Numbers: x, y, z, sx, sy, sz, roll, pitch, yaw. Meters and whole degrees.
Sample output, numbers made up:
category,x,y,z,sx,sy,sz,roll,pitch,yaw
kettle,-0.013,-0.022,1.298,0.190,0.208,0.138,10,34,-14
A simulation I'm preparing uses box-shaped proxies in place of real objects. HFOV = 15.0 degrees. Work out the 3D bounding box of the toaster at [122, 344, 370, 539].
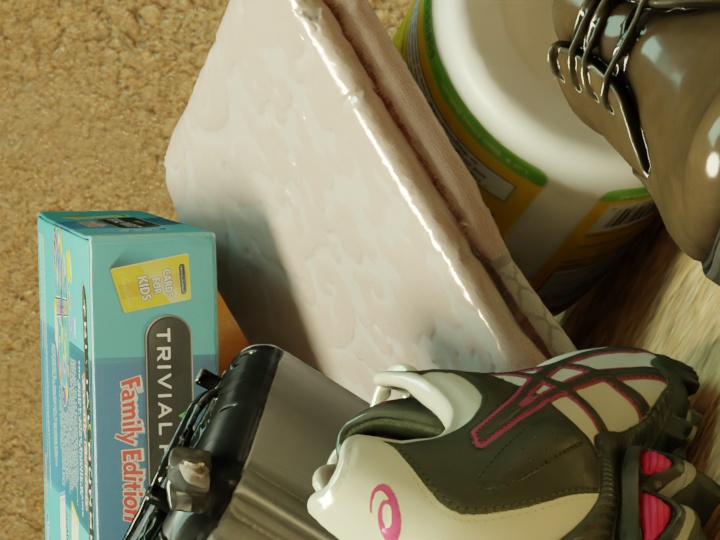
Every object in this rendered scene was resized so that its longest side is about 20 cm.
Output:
category,x,y,z,sx,sy,sz,roll,pitch,yaw
toaster,-0.035,0.132,0.786,0.182,0.118,0.200,-62,3,9

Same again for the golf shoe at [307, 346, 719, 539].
category,x,y,z,sx,sy,sz,roll,pitch,yaw
golf shoe,0.037,0.047,0.689,0.078,0.088,0.200,-63,2,7

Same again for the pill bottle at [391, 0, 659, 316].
category,x,y,z,sx,sy,sz,roll,pitch,yaw
pill bottle,0.053,-0.045,0.964,0.111,0.111,0.200,-63,4,-27

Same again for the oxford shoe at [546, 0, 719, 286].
category,x,y,z,sx,sy,sz,roll,pitch,yaw
oxford shoe,0.086,-0.048,0.742,0.073,0.084,0.200,-59,5,9

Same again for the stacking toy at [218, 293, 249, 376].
category,x,y,z,sx,sy,sz,roll,pitch,yaw
stacking toy,0.015,0.025,1.153,0.200,0.146,0.146,-38,15,29

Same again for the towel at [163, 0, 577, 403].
category,x,y,z,sx,sy,sz,roll,pitch,yaw
towel,0.000,0.000,0.939,0.032,0.192,0.200,-26,-12,-23

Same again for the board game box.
category,x,y,z,sx,sy,sz,roll,pitch,yaw
board game box,-0.089,0.057,1.037,0.200,0.047,0.152,-163,71,-77
